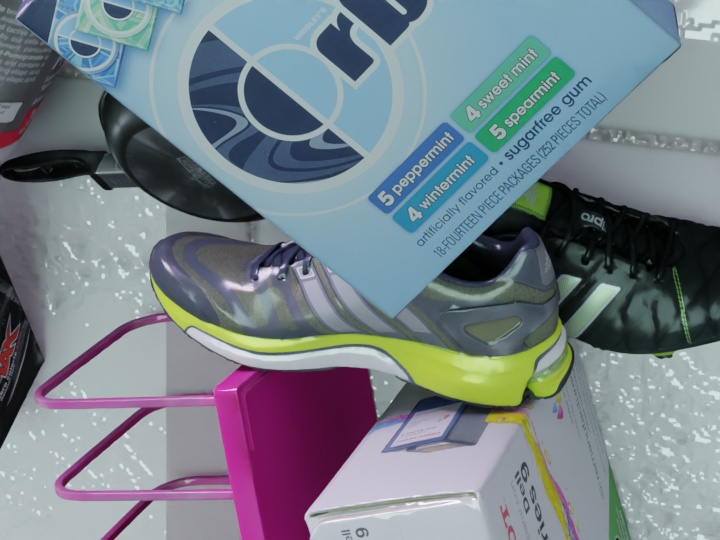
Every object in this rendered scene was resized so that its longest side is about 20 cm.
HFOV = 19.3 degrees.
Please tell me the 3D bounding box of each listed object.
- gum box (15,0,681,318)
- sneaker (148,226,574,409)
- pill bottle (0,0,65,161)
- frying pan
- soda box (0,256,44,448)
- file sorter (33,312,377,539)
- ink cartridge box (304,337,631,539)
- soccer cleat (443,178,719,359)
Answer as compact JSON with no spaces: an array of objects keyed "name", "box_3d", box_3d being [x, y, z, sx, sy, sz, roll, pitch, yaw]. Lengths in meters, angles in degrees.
[{"name":"gum box","box_3d":[-0.005,-0.102,0.835,0.200,0.045,0.170,38,116,-17]},{"name":"sneaker","box_3d":[0.000,0.000,0.958,0.199,0.074,0.081,8,124,12]},{"name":"pill bottle","box_3d":[-0.173,-0.156,1.008,0.111,0.111,0.200,36,116,5]},{"name":"frying pan","box_3d":[-0.109,-0.062,1.032,0.189,0.031,0.115,6,147,15]},{"name":"soda box","box_3d":[-0.218,0.012,1.050,0.071,0.063,0.200,15,150,15]},{"name":"file sorter","box_3d":[-0.068,0.129,1.054,0.125,0.139,0.201,-3,107,24]},{"name":"ink cartridge box","box_3d":[0.058,0.132,0.973,0.087,0.200,0.146,-11,104,23]},{"name":"soccer cleat","box_3d":[0.097,-0.008,0.978,0.199,0.068,0.081,4,139,20]}]
